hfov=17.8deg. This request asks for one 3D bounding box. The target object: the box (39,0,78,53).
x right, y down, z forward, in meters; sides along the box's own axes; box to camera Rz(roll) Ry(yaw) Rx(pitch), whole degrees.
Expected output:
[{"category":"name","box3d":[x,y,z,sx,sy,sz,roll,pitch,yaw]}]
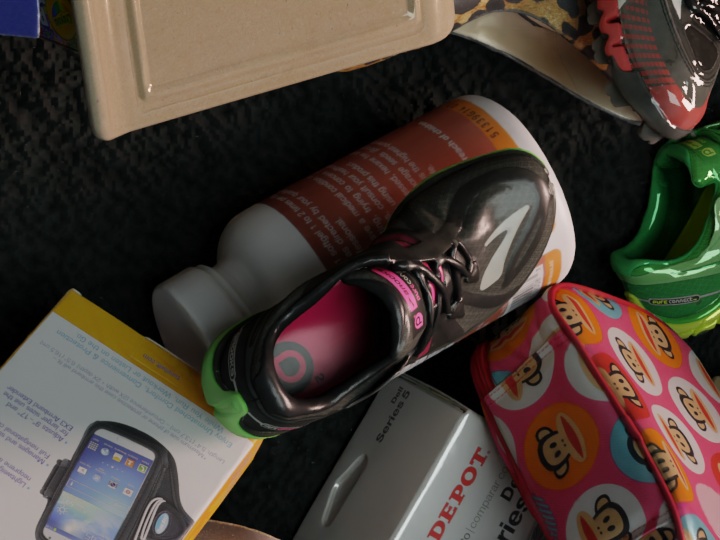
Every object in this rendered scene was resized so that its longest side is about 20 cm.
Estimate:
[{"category":"box","box3d":[-0.082,-0.227,1.064,0.199,0.122,0.193,-23,112,-22]}]

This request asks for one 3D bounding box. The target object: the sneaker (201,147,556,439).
[{"category":"sneaker","box3d":[0.020,0.015,1.068,0.200,0.084,0.077,-38,102,-17]}]

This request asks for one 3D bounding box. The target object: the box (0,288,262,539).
[{"category":"box","box3d":[-0.141,0.110,1.050,0.119,0.042,0.200,33,52,6]}]

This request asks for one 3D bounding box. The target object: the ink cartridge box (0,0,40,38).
[{"category":"ink cartridge box","box3d":[-0.222,-0.206,0.962,0.047,0.197,0.201,-16,112,-65]}]

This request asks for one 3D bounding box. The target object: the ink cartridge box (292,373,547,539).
[{"category":"ink cartridge box","box3d":[0.072,0.169,1.258,0.200,0.084,0.146,32,86,-30]}]

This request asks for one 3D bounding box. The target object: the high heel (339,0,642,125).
[{"category":"high heel","box3d":[0.076,-0.107,1.201,0.200,0.071,0.143,-33,109,-28]}]

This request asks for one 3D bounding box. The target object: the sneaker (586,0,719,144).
[{"category":"sneaker","box3d":[0.173,-0.162,1.183,0.071,0.098,0.201,33,53,-42]}]

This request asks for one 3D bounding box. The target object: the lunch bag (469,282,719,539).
[{"category":"lunch bag","box3d":[0.158,0.108,1.196,0.082,0.201,0.176,-41,148,26]}]

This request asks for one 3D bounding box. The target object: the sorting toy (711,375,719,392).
[{"category":"sorting toy","box3d":[0.286,0.174,1.324,0.198,0.201,0.070,12,135,-33]}]

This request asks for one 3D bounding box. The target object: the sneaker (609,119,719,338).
[{"category":"sneaker","box3d":[0.215,-0.055,1.289,0.084,0.074,0.200,40,82,-33]}]

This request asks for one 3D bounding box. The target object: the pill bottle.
[{"category":"pill bottle","box3d":[0.000,0.000,1.165,0.199,0.112,0.113,-28,113,-20]}]

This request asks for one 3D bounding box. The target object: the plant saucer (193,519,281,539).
[{"category":"plant saucer","box3d":[-0.102,0.203,1.147,0.199,0.032,0.201,-5,132,-5]}]

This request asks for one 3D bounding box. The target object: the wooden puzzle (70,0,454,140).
[{"category":"wooden puzzle","box3d":[-0.047,-0.169,1.002,0.199,0.037,0.186,-21,120,-28]}]
